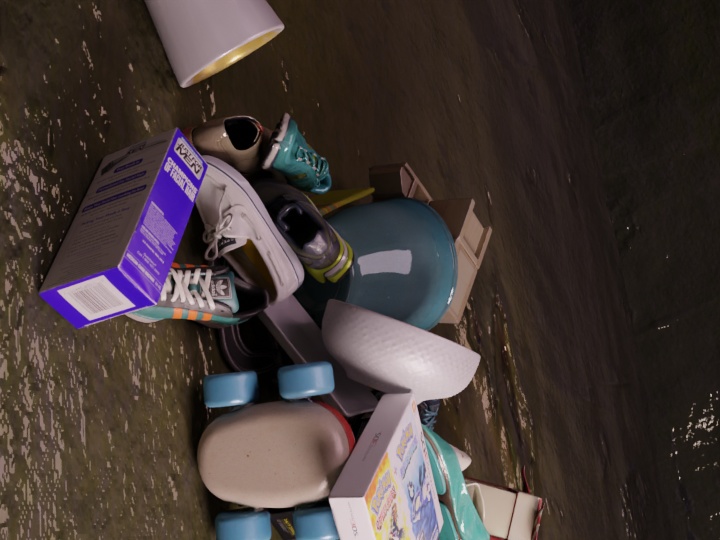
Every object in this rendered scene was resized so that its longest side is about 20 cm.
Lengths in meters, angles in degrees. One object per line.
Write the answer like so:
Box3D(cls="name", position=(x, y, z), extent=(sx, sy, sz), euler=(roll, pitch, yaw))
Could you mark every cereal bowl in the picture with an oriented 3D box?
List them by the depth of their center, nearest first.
Box3D(cls="cereal bowl", position=(0.040, 0.106, 1.164), extent=(0.200, 0.199, 0.084), euler=(28, 82, -54))

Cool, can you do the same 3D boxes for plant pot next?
Box3D(cls="plant pot", position=(0.000, 0.000, 1.328), extent=(0.187, 0.199, 0.202), euler=(-5, 80, -46))

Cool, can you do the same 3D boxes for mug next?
Box3D(cls="mug", position=(-0.204, -0.326, 1.194), extent=(0.149, 0.186, 0.154), euler=(-36, 101, -27))

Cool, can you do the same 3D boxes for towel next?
Box3D(cls="towel", position=(-0.054, -0.091, 1.367), extent=(0.200, 0.085, 0.018), euler=(-32, 117, -62))

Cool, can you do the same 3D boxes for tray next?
Box3D(cls="tray", position=(-0.061, 0.102, 1.179), extent=(0.200, 0.022, 0.107), euler=(50, 16, 18))

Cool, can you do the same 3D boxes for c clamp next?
Box3D(cls="c clamp", position=(-0.131, 0.054, 1.218), extent=(0.170, 0.027, 0.202), euler=(-8, 84, -57))

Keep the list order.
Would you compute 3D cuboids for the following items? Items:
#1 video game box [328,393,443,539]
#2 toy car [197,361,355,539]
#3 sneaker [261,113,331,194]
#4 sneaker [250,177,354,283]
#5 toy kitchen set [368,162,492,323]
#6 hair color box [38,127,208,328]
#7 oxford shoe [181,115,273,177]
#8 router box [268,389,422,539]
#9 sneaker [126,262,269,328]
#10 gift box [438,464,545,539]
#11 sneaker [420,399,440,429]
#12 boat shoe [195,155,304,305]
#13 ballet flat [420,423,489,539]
Box3D(cls="video game box", position=(0.034, 0.263, 1.053), extent=(0.200, 0.046, 0.184), euler=(-54, 132, -60))
Box3D(cls="toy car", position=(-0.074, 0.202, 1.106), extent=(0.200, 0.175, 0.186), euler=(11, 71, -73))
Box3D(cls="sneaker", position=(-0.079, -0.150, 1.275), extent=(0.200, 0.079, 0.078), euler=(53, 59, -79))
Box3D(cls="sneaker", position=(-0.085, -0.068, 1.217), extent=(0.200, 0.074, 0.081), euler=(40, -8, 38))
Box3D(cls="toy kitchen set", position=(0.060, -0.042, 1.462), extent=(0.163, 0.199, 0.182), euler=(50, 52, -40))
Box3D(cls="hair color box", position=(-0.235, -0.045, 0.975), extent=(0.065, 0.108, 0.201), euler=(51, 36, -38))
Box3D(cls="oxford shoe", position=(-0.146, -0.163, 1.241), extent=(0.200, 0.074, 0.071), euler=(-21, 92, -64))
Box3D(cls="router box", position=(-0.017, 0.236, 1.197), extent=(0.051, 0.148, 0.201), euler=(59, 31, -25))
Box3D(cls="sneaker", position=(-0.183, 0.020, 1.061), extent=(0.199, 0.079, 0.072), euler=(13, 66, -53))
Box3D(cls="gift box", position=(0.154, 0.352, 1.300), extent=(0.185, 0.185, 0.202), euler=(86, 20, -85))
Box3D(cls="sneaker", position=(0.083, 0.221, 1.459), extent=(0.077, 0.086, 0.202), euler=(-27, 100, -61))
Box3D(cls="boat shoe", position=(-0.154, -0.041, 1.146), extent=(0.203, 0.074, 0.086), euler=(55, 36, -8))
Box3D(cls="ballet flat", position=(0.110, 0.264, 1.182), extent=(0.070, 0.067, 0.202), euler=(-28, 106, -34))
